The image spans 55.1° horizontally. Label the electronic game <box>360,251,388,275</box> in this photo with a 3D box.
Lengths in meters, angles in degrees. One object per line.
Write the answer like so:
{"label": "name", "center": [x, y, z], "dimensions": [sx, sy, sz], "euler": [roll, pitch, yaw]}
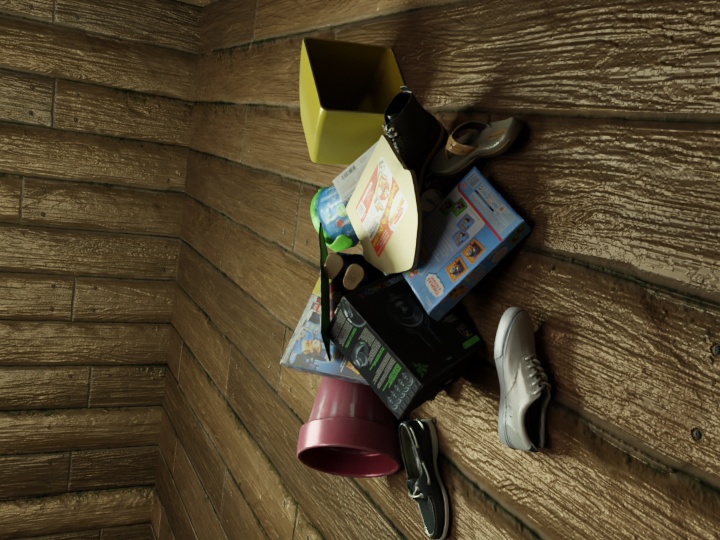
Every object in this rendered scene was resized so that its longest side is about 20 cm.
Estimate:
{"label": "electronic game", "center": [0.033, 0.055, 1.388], "dimensions": [0.198, 0.041, 0.206], "euler": [12, 104, 58]}

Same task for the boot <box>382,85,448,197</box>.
{"label": "boot", "center": [0.059, -0.193, 1.168], "dimensions": [0.076, 0.138, 0.204], "euler": [18, 78, 39]}

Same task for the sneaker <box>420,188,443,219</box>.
{"label": "sneaker", "center": [0.143, -0.034, 1.174], "dimensions": [0.104, 0.074, 0.206], "euler": [11, 102, 48]}

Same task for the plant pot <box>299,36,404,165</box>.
{"label": "plant pot", "center": [-0.029, -0.327, 1.407], "dimensions": [0.178, 0.195, 0.204], "euler": [120, 143, -51]}

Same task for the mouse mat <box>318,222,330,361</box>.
{"label": "mouse mat", "center": [-0.061, 0.039, 1.188], "dimensions": [0.162, 0.007, 0.205], "euler": [84, -177, -67]}

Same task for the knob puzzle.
{"label": "knob puzzle", "center": [0.053, -0.086, 1.125], "dimensions": [0.218, 0.030, 0.226], "euler": [13, 106, 58]}

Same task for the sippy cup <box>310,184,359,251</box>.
{"label": "sippy cup", "center": [-0.015, -0.131, 1.422], "dimensions": [0.129, 0.137, 0.182], "euler": [-29, 70, 46]}

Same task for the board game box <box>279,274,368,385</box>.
{"label": "board game box", "center": [-0.021, 0.122, 1.260], "dimensions": [0.197, 0.062, 0.204], "euler": [22, 82, 32]}

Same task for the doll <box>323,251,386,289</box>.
{"label": "doll", "center": [0.000, 0.000, 1.214], "dimensions": [0.049, 0.134, 0.200], "euler": [-65, -11, 10]}

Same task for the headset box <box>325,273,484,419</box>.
{"label": "headset box", "center": [0.075, 0.114, 1.105], "dimensions": [0.200, 0.172, 0.094], "euler": [47, 133, 22]}

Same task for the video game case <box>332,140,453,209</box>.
{"label": "video game case", "center": [0.054, -0.167, 1.276], "dimensions": [0.199, 0.036, 0.183], "euler": [-39, 47, 13]}

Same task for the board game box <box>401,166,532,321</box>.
{"label": "board game box", "center": [0.151, -0.044, 1.085], "dimensions": [0.200, 0.036, 0.152], "euler": [-44, 45, 13]}

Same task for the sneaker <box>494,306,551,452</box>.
{"label": "sneaker", "center": [0.236, 0.155, 0.973], "dimensions": [0.070, 0.072, 0.206], "euler": [3, 99, 53]}

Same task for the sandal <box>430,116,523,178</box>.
{"label": "sandal", "center": [0.174, -0.205, 1.104], "dimensions": [0.199, 0.054, 0.083], "euler": [-10, 47, 61]}

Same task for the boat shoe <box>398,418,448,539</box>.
{"label": "boat shoe", "center": [0.104, 0.362, 1.197], "dimensions": [0.076, 0.059, 0.205], "euler": [-44, 49, 51]}

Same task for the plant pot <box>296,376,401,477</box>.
{"label": "plant pot", "center": [-0.015, 0.279, 1.321], "dimensions": [0.200, 0.196, 0.183], "euler": [-44, 34, 51]}

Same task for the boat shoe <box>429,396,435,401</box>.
{"label": "boat shoe", "center": [0.084, 0.178, 1.244], "dimensions": [0.198, 0.073, 0.068], "euler": [24, 97, 52]}
